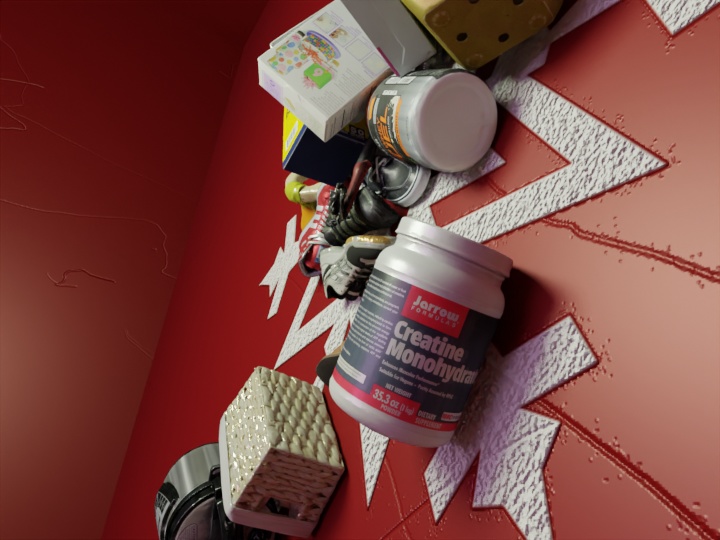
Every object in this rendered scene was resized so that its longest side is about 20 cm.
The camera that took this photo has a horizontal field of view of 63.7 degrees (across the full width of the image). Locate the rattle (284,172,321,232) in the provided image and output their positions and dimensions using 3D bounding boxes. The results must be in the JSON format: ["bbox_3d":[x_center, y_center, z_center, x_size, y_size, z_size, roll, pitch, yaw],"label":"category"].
[{"bbox_3d":[-0.060,-0.169,1.170,0.129,0.143,0.201,-17,31,31],"label":"rattle"}]

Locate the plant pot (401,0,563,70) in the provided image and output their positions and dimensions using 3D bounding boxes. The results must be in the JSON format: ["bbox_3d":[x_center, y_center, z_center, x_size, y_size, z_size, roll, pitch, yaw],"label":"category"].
[{"bbox_3d":[0.135,-0.364,0.686,0.193,0.195,0.202,-23,60,32],"label":"plant pot"}]

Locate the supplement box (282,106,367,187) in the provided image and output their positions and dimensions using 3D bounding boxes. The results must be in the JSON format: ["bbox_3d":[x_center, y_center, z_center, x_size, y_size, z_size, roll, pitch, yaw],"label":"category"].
[{"bbox_3d":[-0.063,-0.260,0.986,0.110,0.108,0.202,-49,35,43],"label":"supplement box"}]

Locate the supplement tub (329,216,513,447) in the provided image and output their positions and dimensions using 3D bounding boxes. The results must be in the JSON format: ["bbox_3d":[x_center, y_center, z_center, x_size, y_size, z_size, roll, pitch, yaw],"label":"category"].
[{"bbox_3d":[0.062,0.061,0.596,0.140,0.139,0.202,27,96,66],"label":"supplement tub"}]

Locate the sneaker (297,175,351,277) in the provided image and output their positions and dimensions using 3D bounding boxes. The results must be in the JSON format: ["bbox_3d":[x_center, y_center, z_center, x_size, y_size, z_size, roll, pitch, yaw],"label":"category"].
[{"bbox_3d":[-0.060,-0.075,1.044,0.113,0.070,0.201,-93,26,-49],"label":"sneaker"}]

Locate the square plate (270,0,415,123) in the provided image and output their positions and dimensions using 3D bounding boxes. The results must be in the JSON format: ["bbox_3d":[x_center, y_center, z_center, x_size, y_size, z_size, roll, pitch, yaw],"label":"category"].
[{"bbox_3d":[-0.011,-0.350,0.947,0.200,0.198,0.028,-42,-11,-21],"label":"square plate"}]

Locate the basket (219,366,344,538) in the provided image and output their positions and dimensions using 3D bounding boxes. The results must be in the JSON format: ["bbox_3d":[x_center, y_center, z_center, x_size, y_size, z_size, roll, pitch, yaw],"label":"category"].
[{"bbox_3d":[-0.115,0.252,0.835,0.124,0.135,0.200,-57,26,16],"label":"basket"}]

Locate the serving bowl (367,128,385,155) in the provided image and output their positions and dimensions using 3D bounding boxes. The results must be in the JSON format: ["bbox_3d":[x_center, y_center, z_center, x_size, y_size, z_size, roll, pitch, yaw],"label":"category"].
[{"bbox_3d":[0.013,-0.260,1.043,0.200,0.065,0.202,-47,33,43],"label":"serving bowl"}]

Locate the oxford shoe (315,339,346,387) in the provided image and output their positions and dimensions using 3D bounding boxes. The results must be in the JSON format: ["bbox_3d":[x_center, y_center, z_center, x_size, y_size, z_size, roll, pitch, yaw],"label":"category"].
[{"bbox_3d":[0.005,0.114,0.791,0.200,0.071,0.071,-40,9,48],"label":"oxford shoe"}]

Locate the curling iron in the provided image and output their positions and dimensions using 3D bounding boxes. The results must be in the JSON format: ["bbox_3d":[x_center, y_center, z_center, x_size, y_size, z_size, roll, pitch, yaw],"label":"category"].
[{"bbox_3d":[0.002,-0.157,0.857,0.050,0.025,0.201,74,-143,-56],"label":"curling iron"}]

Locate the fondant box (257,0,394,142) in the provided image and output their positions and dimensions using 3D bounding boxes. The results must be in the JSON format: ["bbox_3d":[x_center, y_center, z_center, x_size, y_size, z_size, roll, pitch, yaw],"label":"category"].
[{"bbox_3d":[-0.036,-0.312,0.882,0.200,0.144,0.058,-45,-9,-22],"label":"fondant box"}]

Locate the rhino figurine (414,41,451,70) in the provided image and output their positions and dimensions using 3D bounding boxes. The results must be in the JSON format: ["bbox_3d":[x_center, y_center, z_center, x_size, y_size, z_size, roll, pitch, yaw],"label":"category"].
[{"bbox_3d":[0.116,-0.338,0.894,0.202,0.059,0.087,-69,21,5],"label":"rhino figurine"}]

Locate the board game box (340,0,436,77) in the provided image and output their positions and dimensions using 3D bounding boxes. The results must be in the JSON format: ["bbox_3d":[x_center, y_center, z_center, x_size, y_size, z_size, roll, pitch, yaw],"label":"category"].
[{"bbox_3d":[0.036,-0.371,0.784,0.064,0.148,0.201,-28,31,27],"label":"board game box"}]

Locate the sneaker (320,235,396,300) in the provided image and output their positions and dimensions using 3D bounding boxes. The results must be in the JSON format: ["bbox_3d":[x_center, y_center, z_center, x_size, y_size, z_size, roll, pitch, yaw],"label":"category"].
[{"bbox_3d":[0.000,0.000,0.881,0.200,0.075,0.089,158,113,-63],"label":"sneaker"}]

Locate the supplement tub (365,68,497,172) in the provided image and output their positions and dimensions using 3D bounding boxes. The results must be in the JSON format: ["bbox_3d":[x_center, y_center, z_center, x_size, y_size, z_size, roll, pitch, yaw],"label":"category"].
[{"bbox_3d":[0.084,-0.205,0.779,0.124,0.121,0.200,-66,24,7],"label":"supplement tub"}]

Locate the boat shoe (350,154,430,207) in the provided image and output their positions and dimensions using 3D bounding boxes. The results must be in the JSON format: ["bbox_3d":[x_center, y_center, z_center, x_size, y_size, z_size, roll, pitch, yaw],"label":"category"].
[{"bbox_3d":[0.038,-0.148,0.898,0.072,0.067,0.200,-67,24,4],"label":"boat shoe"}]

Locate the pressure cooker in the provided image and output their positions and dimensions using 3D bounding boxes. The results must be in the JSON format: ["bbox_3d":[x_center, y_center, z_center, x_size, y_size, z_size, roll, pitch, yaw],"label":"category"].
[{"bbox_3d":[-0.217,0.380,0.896,0.179,0.176,0.200,-44,23,-9],"label":"pressure cooker"}]

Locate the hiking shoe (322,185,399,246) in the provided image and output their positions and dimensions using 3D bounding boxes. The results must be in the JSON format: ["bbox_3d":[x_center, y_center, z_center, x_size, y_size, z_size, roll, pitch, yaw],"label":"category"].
[{"bbox_3d":[-0.006,-0.073,0.905,0.101,0.076,0.200,-51,15,-2],"label":"hiking shoe"}]
